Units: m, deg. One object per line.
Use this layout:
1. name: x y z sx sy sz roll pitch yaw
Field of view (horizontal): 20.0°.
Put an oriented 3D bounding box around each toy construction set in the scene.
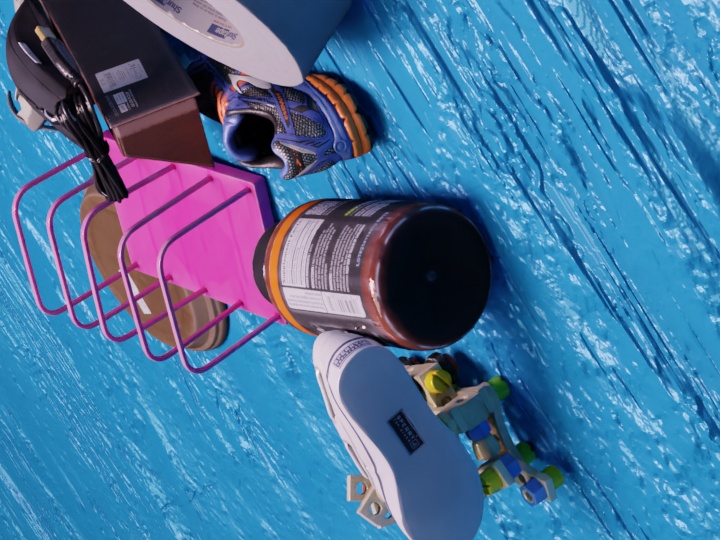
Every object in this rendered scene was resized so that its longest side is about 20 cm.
1. toy construction set: 0.060 0.134 1.584 0.200 0.092 0.131 -21 103 52

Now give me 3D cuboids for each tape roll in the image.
1. tape roll: -0.106 -0.207 1.383 0.200 0.066 0.200 31 172 5

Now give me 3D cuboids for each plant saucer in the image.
1. plant saucer: -0.198 -0.005 1.904 0.200 0.029 0.200 39 150 27

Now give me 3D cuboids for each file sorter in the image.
1. file sorter: -0.178 -0.013 1.718 0.200 0.125 0.139 18 131 41

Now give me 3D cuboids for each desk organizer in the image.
1. desk organizer: -0.183 -0.151 1.592 0.200 0.072 0.077 -122 14 -45

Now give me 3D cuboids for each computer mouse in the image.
1. computer mouse: -0.243 -0.149 1.572 0.140 0.046 0.200 77 166 -58

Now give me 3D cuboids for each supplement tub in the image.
1. supplement tub: 0.000 0.000 1.498 0.200 0.107 0.107 6 126 57

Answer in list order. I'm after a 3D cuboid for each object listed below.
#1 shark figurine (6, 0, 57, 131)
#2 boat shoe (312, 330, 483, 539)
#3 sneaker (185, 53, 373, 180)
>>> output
1. shark figurine: -0.258 -0.173 1.760 0.215 0.089 0.128 98 164 -44
2. boat shoe: 0.027 0.121 1.476 0.065 0.074 0.200 32 151 57
3. sneaker: -0.079 -0.119 1.517 0.200 0.078 0.075 23 139 50
